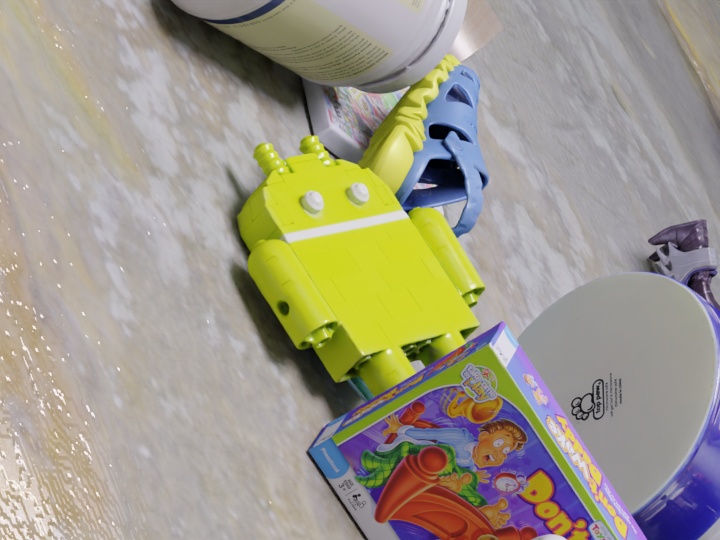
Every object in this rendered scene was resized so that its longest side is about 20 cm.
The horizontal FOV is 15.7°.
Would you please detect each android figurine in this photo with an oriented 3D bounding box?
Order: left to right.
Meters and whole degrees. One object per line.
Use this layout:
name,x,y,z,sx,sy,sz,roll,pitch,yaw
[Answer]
android figurine,0.000,0.000,1.644,0.182,0.041,0.201,-10,63,-49

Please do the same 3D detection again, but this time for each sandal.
sandal,0.052,-0.080,1.807,0.087,0.080,0.200,36,33,-6

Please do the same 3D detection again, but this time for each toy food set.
toy food set,0.045,-0.231,2.103,0.144,0.060,0.200,56,13,-4

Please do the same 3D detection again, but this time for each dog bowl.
dog bowl,0.175,0.104,1.734,0.079,0.200,0.201,37,30,-38

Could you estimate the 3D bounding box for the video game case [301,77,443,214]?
video game case,-0.003,-0.142,1.914,0.143,0.018,0.201,36,31,-44

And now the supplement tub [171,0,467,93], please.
supplement tub,-0.032,-0.208,1.753,0.200,0.145,0.146,26,38,-50

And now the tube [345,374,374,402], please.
tube,0.014,0.029,1.699,0.077,0.050,0.200,44,26,3

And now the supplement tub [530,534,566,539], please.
supplement tub,0.108,0.263,1.471,0.201,0.132,0.132,59,21,1

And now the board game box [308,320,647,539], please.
board game box,0.081,0.150,1.556,0.200,0.134,0.045,56,21,-6

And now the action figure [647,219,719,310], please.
action figure,0.310,0.059,2.279,0.130,0.069,0.201,25,43,-66
